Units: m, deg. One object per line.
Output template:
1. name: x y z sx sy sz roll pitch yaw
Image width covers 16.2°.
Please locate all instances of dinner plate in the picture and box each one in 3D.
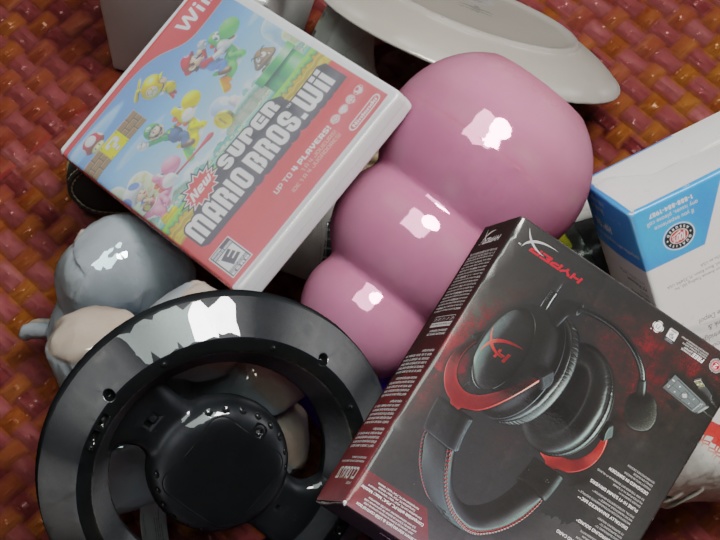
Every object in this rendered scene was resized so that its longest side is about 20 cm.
1. dinner plate: 0.070 -0.152 1.559 0.200 0.200 0.024 25 108 14

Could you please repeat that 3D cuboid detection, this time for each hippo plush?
1. hippo plush: -0.115 0.057 1.475 0.159 0.200 0.161 2 35 -13

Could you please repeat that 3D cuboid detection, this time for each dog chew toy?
1. dog chew toy: 0.041 -0.024 1.426 0.125 0.125 0.200 37 89 19

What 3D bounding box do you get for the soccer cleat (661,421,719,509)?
1. soccer cleat: 0.139 0.115 1.418 0.200 0.069 0.085 14 50 -16

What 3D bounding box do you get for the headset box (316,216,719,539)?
1. headset box: 0.083 0.096 1.331 0.149 0.075 0.200 34 80 -8

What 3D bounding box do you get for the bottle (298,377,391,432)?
1. bottle: 0.040 0.115 1.454 0.200 0.065 0.084 41 50 13

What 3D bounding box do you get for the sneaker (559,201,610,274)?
1. sneaker: 0.112 0.007 1.530 0.200 0.074 0.085 -4 67 9

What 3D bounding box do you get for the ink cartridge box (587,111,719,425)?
1. ink cartridge box: 0.217 0.017 1.480 0.116 0.200 0.068 -26 27 -12

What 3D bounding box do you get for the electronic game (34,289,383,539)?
1. electronic game: -0.079 0.104 1.382 0.200 0.200 0.042 -21 26 -10

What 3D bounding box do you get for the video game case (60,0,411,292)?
1. video game case: -0.076 -0.081 1.449 0.143 0.017 0.200 -51 45 -3

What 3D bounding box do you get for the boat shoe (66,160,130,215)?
1. boat shoe: -0.111 -0.060 1.516 0.200 0.073 0.065 -14 45 42

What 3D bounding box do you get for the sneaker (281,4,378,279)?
1. sneaker: -0.017 -0.085 1.583 0.080 0.076 0.200 18 69 0

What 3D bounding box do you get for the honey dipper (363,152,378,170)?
1. honey dipper: 0.000 0.000 1.519 0.038 0.038 0.200 7 85 5

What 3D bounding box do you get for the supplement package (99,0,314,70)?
1. supplement package: -0.082 -0.229 1.629 0.117 0.117 0.200 13 62 8
